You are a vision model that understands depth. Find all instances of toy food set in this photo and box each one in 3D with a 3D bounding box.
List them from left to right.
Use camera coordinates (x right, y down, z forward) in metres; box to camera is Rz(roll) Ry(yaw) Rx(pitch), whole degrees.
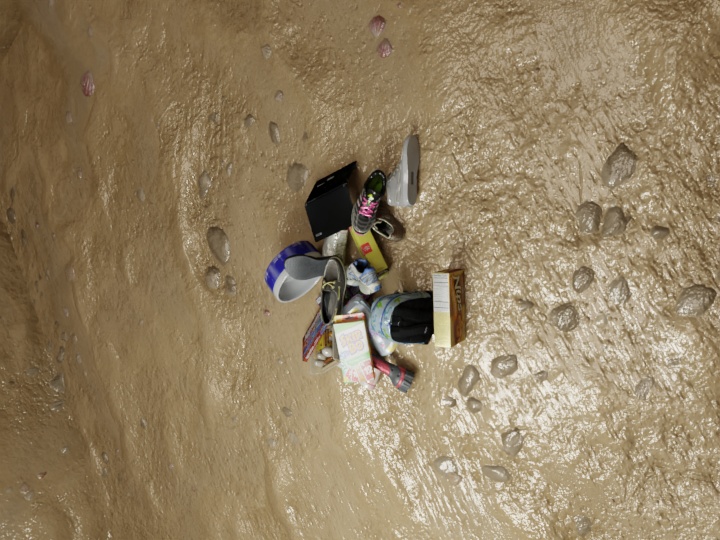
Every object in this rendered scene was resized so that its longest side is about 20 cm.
[{"bbox_3d":[-0.117,0.237,1.767,0.199,0.059,0.148,-39,47,54],"label":"toy food set"}]

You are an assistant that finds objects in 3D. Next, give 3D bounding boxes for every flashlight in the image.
[{"bbox_3d":[0.064,0.294,1.660,0.196,0.068,0.069,27,71,-3],"label":"flashlight"}]

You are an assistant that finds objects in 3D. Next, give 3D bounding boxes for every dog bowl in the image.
[{"bbox_3d":[-0.209,0.004,1.780,0.079,0.198,0.202,47,117,22],"label":"dog bowl"}]

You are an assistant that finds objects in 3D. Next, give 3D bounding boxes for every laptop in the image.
[{"bbox_3d":[-0.078,-0.217,1.726,0.174,0.203,0.104,-20,123,32],"label":"laptop"}]

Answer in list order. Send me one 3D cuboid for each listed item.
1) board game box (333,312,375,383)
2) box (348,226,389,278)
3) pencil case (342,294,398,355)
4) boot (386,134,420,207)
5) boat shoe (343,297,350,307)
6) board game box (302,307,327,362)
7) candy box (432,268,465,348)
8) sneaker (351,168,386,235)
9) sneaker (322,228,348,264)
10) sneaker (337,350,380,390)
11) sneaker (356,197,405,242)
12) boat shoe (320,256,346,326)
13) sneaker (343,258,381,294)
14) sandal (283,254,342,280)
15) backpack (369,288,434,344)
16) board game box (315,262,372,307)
[{"bbox_3d":[-0.019,0.227,1.614,0.093,0.030,0.206,-8,101,12],"label":"board game box"},{"bbox_3d":[0.022,-0.070,1.690,0.049,0.075,0.204,-23,81,-9],"label":"box"},{"bbox_3d":[0.033,0.165,1.656,0.200,0.084,0.090,46,150,-14],"label":"pencil case"},{"bbox_3d":[0.116,-0.289,1.613,0.094,0.073,0.207,5,91,41],"label":"boot"},{"bbox_3d":[-0.026,0.127,1.725,0.071,0.076,0.201,-35,105,24],"label":"boat shoe"},{"bbox_3d":[-0.142,0.189,1.786,0.202,0.019,0.104,-60,21,29],"label":"board game box"},{"bbox_3d":[0.248,0.102,1.540,0.054,0.114,0.207,0,95,31],"label":"candy box"},{"bbox_3d":[0.025,-0.202,1.591,0.072,0.087,0.205,22,88,-2],"label":"sneaker"},{"bbox_3d":[-0.075,-0.088,1.738,0.084,0.071,0.207,-7,87,61],"label":"sneaker"},{"bbox_3d":[-0.008,0.283,1.759,0.198,0.075,0.107,32,96,35],"label":"sneaker"},{"bbox_3d":[0.051,-0.162,1.665,0.199,0.075,0.071,41,115,22],"label":"sneaker"},{"bbox_3d":[-0.084,0.063,1.653,0.070,0.060,0.208,1,92,22],"label":"boat shoe"},{"bbox_3d":[0.000,0.000,1.649,0.199,0.076,0.088,23,130,58],"label":"sneaker"},{"bbox_3d":[-0.147,-0.013,1.683,0.043,0.196,0.078,33,115,51],"label":"sandal"},{"bbox_3d":[0.120,0.136,1.579,0.151,0.198,0.168,18,105,31],"label":"backpack"},{"bbox_3d":[-0.052,0.083,1.787,0.200,0.032,0.122,-44,69,29],"label":"board game box"}]
